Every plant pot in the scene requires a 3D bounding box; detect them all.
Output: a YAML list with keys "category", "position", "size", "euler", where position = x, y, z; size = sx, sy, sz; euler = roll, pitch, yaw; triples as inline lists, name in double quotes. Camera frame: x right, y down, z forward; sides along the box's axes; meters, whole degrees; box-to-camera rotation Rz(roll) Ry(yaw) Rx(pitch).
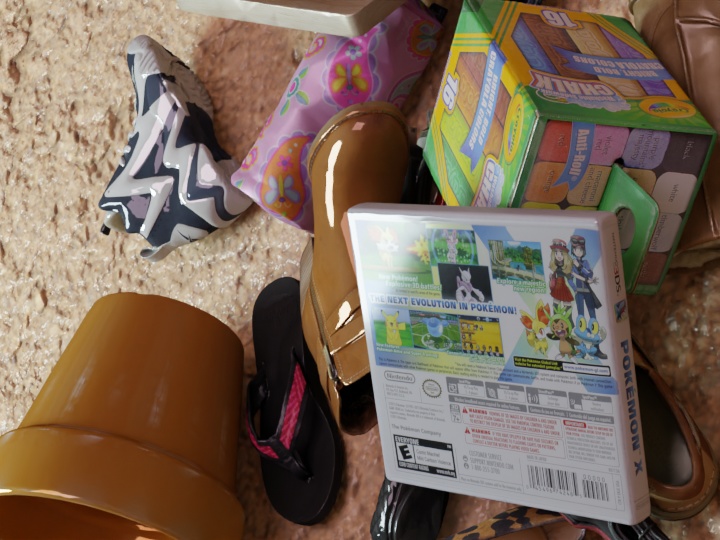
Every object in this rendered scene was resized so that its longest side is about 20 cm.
- category: "plant pot"
  position: [-0.169, 0.126, 1.346]
  size: [0.199, 0.200, 0.184]
  euler: [-9, 54, 39]

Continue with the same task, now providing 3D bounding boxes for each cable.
- category: "cable"
  position: [0.051, -0.021, 1.297]
  size: [0.097, 0.050, 0.202]
  euler: [-2, 85, 43]

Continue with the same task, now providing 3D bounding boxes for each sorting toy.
- category: "sorting toy"
  position: [-0.017, -0.262, 1.332]
  size: [0.199, 0.070, 0.199]
  euler: [15, 46, 43]

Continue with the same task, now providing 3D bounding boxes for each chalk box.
- category: "chalk box"
  position: [0.131, -0.066, 1.117]
  size: [0.200, 0.123, 0.125]
  euler: [-112, 32, -54]

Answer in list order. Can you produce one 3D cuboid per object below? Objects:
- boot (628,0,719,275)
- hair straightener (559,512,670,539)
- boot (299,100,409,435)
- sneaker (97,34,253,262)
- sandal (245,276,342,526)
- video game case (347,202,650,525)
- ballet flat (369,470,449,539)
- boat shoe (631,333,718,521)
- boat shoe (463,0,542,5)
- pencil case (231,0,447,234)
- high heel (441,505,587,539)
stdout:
- category: "boot"
  position: [0.246, -0.114, 1.137]
  size: [0.175, 0.066, 0.202]
  euler: [-26, 59, 47]
- category: "hair straightener"
  position: [0.151, 0.154, 1.093]
  size: [0.041, 0.077, 0.200]
  euler: [-37, 67, -8]
- category: "boot"
  position: [0.000, 0.000, 1.230]
  size: [0.156, 0.076, 0.201]
  euler: [-103, 27, -43]
- category: "sneaker"
  position: [-0.178, -0.093, 1.484]
  size: [0.129, 0.079, 0.200]
  euler: [-38, 64, 15]
- category: "sandal"
  position: [-0.061, 0.096, 1.343]
  size: [0.075, 0.045, 0.201]
  euler: [-27, 59, 32]
- category: "video game case"
  position: [0.080, 0.052, 1.083]
  size: [0.199, 0.022, 0.184]
  euler: [5, 108, 44]
- category: "ballet flat"
  position: [0.046, 0.101, 1.237]
  size: [0.057, 0.066, 0.202]
  euler: [10, 79, 60]
- category: "boat shoe"
  position: [0.149, 0.064, 1.108]
  size: [0.076, 0.074, 0.200]
  euler: [-41, 74, -2]
- category: "boat shoe"
  position: [0.131, -0.259, 1.271]
  size: [0.069, 0.083, 0.202]
  euler: [-150, 69, -74]
- category: "pencil case"
  position: [-0.016, -0.128, 1.355]
  size: [0.087, 0.087, 0.201]
  euler: [38, 101, 42]
- category: "high heel"
  position: [0.052, 0.202, 1.115]
  size: [0.142, 0.200, 0.072]
  euler: [-30, 87, 34]
